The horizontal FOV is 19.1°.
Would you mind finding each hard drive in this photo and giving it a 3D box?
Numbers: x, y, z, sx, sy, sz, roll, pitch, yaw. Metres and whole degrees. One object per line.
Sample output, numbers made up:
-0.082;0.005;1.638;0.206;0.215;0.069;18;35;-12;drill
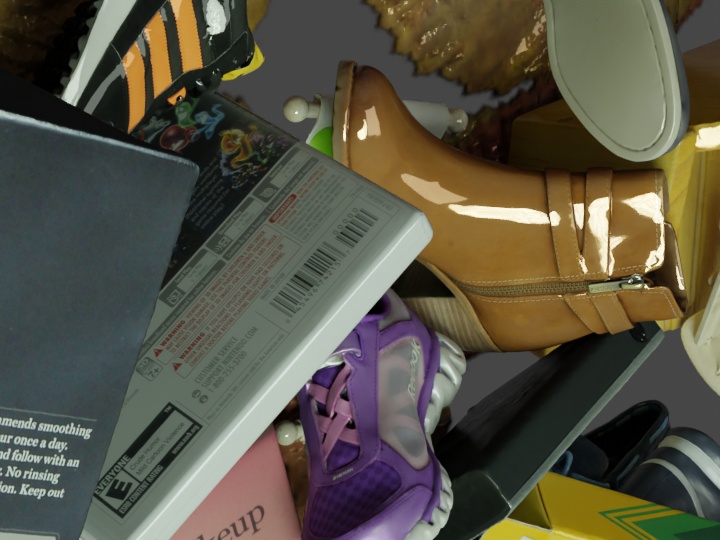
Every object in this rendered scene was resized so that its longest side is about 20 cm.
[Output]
0.069;0.097;1.134;0.033;0.139;0.200;52;38;0;hard drive

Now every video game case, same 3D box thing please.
-0.094;0.014;0.955;0.200;0.181;0.023;-48;143;-14;video game case

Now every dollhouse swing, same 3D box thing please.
0.203;-0.028;1.223;0.199;0.181;0.178;-21;110;-34;dollhouse swing

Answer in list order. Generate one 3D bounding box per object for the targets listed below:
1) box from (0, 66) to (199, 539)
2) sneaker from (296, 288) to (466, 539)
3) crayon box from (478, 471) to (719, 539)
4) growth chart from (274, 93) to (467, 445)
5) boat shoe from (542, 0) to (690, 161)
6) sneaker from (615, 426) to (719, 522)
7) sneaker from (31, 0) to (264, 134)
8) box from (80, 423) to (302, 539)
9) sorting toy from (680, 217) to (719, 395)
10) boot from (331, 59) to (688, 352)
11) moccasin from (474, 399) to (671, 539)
-0.188;0.013;0.861;0.117;0.196;0.202;13;99;-42;box
-0.004;0.070;1.039;0.080;0.201;0.089;-23;117;20;sneaker
0.124;0.182;1.160;0.198;0.052;0.126;18;122;-23;crayon box
0.000;0.000;1.147;0.144;0.018;0.202;-11;113;-39;growth chart
0.128;-0.141;1.089;0.062;0.201;0.073;5;142;-42;boat shoe
0.193;0.174;1.280;0.109;0.070;0.201;-47;144;-21;sneaker
-0.091;-0.095;0.971;0.089;0.070;0.202;26;88;-20;sneaker
-0.107;0.130;1.044;0.127;0.109;0.201;-32;127;-26;box
0.273;0.057;1.201;0.106;0.181;0.200;-25;162;-6;sorting toy
0.075;-0.033;1.074;0.077;0.154;0.201;-72;149;-46;boot
0.116;0.123;1.273;0.199;0.080;0.069;-21;120;-50;moccasin
